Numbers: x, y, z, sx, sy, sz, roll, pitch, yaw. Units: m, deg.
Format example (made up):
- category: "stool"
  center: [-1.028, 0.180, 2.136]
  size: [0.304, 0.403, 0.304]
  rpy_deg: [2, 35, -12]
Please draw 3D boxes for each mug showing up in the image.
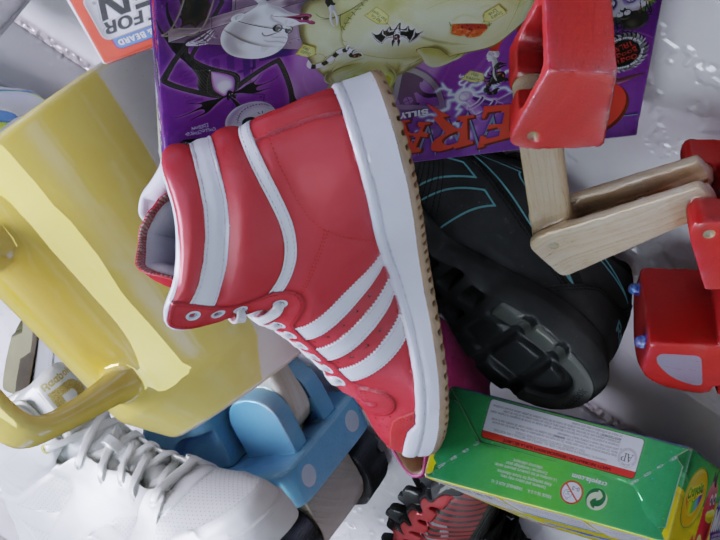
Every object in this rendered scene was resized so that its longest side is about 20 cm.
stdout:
- category: "mug"
  center: [-0.110, 0.002, 0.883]
  size: [0.153, 0.186, 0.149]
  rpy_deg: [55, 167, -3]

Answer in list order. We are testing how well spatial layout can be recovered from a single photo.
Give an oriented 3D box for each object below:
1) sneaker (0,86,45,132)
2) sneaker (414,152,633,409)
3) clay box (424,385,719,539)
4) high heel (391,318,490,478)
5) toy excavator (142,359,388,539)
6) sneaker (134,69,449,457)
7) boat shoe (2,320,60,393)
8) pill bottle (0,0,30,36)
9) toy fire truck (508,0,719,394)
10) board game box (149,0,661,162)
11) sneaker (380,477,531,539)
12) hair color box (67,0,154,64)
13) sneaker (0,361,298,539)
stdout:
- category: "sneaker"
  center: [-0.255, -0.106, 0.980]
  size: [0.199, 0.105, 0.076]
  rpy_deg: [-1, -177, -3]
- category: "sneaker"
  center: [0.039, -0.024, 0.867]
  size: [0.200, 0.079, 0.075]
  rpy_deg: [42, 146, -6]
- category: "clay box"
  center: [0.117, 0.105, 0.922]
  size: [0.115, 0.048, 0.200]
  rpy_deg: [13, 173, 22]
- category: "high heel"
  center: [0.000, 0.000, 0.902]
  size: [0.067, 0.096, 0.200]
  rpy_deg: [-19, 120, 45]
- category: "toy excavator"
  center: [-0.058, 0.065, 1.027]
  size: [0.194, 0.100, 0.200]
  rpy_deg: [-10, 117, 39]
- category: "sneaker"
  center: [-0.027, 0.013, 0.788]
  size: [0.112, 0.071, 0.200]
  rpy_deg: [-16, 134, -5]
- category: "boat shoe"
  center: [-0.144, 0.011, 1.042]
  size: [0.068, 0.075, 0.200]
  rpy_deg: [21, 146, -1]
- category: "pill bottle"
  center: [-0.242, -0.170, 0.871]
  size: [0.200, 0.111, 0.111]
  rpy_deg: [40, 142, -11]
- category: "toy fire truck"
  center: [0.121, -0.024, 0.789]
  size: [0.141, 0.049, 0.200]
  rpy_deg: [4, 140, -3]
- category: "board game box"
  center: [0.018, -0.091, 0.757]
  size: [0.199, 0.032, 0.120]
  rpy_deg: [-8, 143, -8]
- category: "sneaker"
  center: [0.060, 0.146, 1.043]
  size: [0.098, 0.071, 0.201]
  rpy_deg: [27, 144, 7]
- category: "hair color box"
  center: [-0.110, -0.195, 0.744]
  size: [0.064, 0.111, 0.200]
  rpy_deg: [-16, 126, 14]
- category: "sneaker"
  center: [-0.129, 0.101, 0.995]
  size: [0.200, 0.074, 0.116]
  rpy_deg: [-10, 113, 42]
